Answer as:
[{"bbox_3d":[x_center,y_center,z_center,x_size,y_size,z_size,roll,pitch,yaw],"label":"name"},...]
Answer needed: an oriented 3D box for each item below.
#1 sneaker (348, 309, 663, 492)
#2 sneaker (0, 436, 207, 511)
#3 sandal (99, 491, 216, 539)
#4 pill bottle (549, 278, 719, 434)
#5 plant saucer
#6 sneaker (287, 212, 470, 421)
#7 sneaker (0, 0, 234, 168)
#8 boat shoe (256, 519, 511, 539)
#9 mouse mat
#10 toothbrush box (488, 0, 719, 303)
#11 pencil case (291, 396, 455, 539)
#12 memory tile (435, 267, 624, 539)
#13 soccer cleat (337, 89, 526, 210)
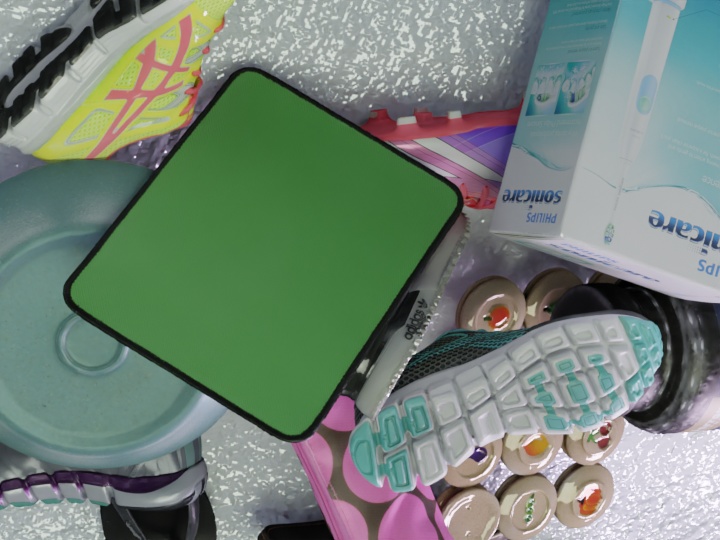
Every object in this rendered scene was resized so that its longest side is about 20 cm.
[{"bbox_3d":[0.082,0.059,1.127,0.198,0.091,0.078,-17,118,-2],"label":"sneaker"},{"bbox_3d":[-0.195,0.100,1.171,0.198,0.074,0.088,0,102,1],"label":"sneaker"},{"bbox_3d":[-0.139,0.141,1.230,0.075,0.043,0.201,-13,124,-9],"label":"sandal"},{"bbox_3d":[0.226,0.049,1.221,0.199,0.112,0.113,-2,123,-29],"label":"pill bottle"},{"bbox_3d":[-0.155,0.035,1.081,0.198,0.036,0.202,-2,115,-5],"label":"plant saucer"},{"bbox_3d":[0.000,0.000,1.111,0.099,0.200,0.070,27,121,0],"label":"sneaker"},{"bbox_3d":[-0.115,-0.125,1.054,0.200,0.078,0.090,-37,127,21],"label":"sneaker"},{"bbox_3d":[0.019,0.183,1.296,0.199,0.074,0.074,4,111,-29],"label":"boat shoe"},{"bbox_3d":[-0.051,-0.014,1.044,0.160,0.200,0.008,31,150,7],"label":"mouse mat"},{"bbox_3d":[0.179,-0.095,1.100,0.145,0.085,0.202,16,84,-26],"label":"toothbrush box"},{"bbox_3d":[-0.005,0.133,1.196,0.093,0.090,0.201,-33,101,-39],"label":"pencil case"},{"bbox_3d":[0.121,0.093,1.259,0.152,0.017,0.202,-5,113,-28],"label":"memory tile"},{"bbox_3d":[0.062,-0.064,1.142,0.198,0.067,0.077,-10,102,-16],"label":"soccer cleat"}]
